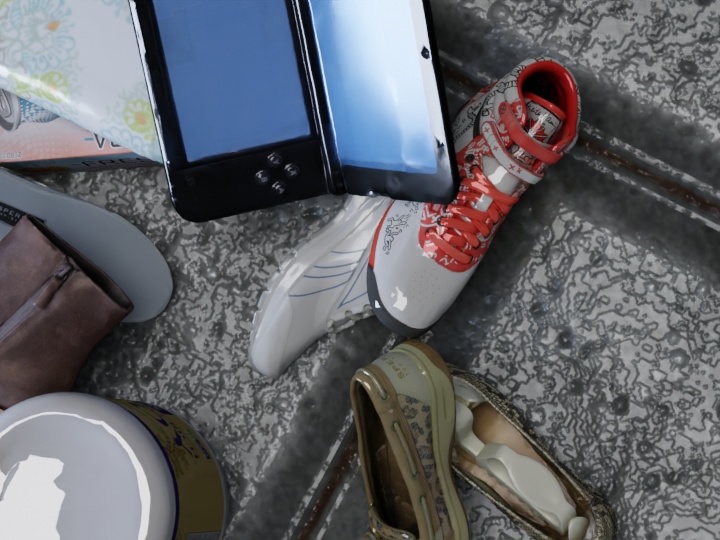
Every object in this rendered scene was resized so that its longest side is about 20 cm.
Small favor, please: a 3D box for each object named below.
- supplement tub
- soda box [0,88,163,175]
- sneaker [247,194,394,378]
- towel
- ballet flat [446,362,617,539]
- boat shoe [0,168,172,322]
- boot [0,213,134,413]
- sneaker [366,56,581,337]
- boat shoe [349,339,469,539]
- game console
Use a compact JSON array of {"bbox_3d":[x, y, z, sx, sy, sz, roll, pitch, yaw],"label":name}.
[{"bbox_3d":[-0.169,0.156,1.373,0.145,0.200,0.146,-1,84,10],"label":"supplement tub"},{"bbox_3d":[-0.157,-0.110,1.470,0.200,0.064,0.068,-4,83,10],"label":"soda box"},{"bbox_3d":[0.000,0.000,1.426,0.087,0.075,0.200,41,93,7],"label":"sneaker"},{"bbox_3d":[-0.158,-0.192,1.412,0.171,0.048,0.200,27,101,17],"label":"towel"},{"bbox_3d":[0.090,0.121,1.392,0.200,0.075,0.068,39,87,12],"label":"ballet flat"},{"bbox_3d":[-0.226,-0.025,1.469,0.199,0.068,0.074,22,92,-13],"label":"boat shoe"},{"bbox_3d":[-0.272,0.021,1.414,0.200,0.072,0.166,39,106,-4],"label":"boot"},{"bbox_3d":[0.076,-0.054,1.358,0.067,0.108,0.201,36,59,-12],"label":"sneaker"},{"bbox_3d":[0.025,0.144,1.371,0.073,0.063,0.200,18,122,48],"label":"boat shoe"},{"bbox_3d":[-0.047,-0.130,1.325,0.176,0.116,0.200,-13,107,-8],"label":"game console"}]
